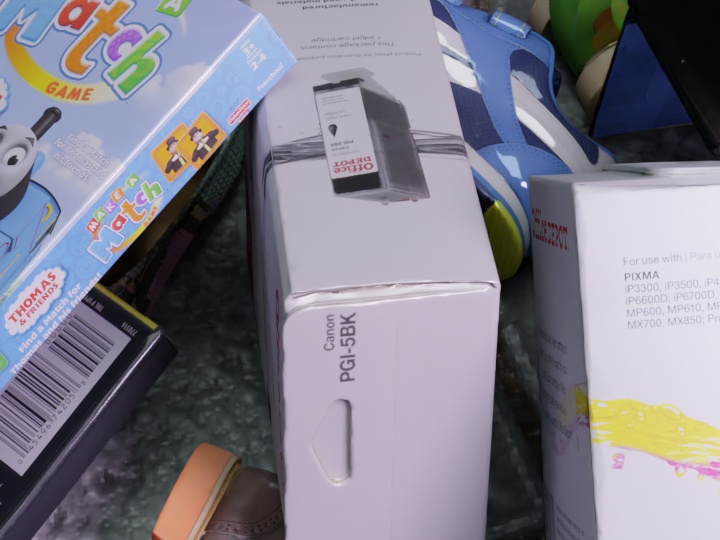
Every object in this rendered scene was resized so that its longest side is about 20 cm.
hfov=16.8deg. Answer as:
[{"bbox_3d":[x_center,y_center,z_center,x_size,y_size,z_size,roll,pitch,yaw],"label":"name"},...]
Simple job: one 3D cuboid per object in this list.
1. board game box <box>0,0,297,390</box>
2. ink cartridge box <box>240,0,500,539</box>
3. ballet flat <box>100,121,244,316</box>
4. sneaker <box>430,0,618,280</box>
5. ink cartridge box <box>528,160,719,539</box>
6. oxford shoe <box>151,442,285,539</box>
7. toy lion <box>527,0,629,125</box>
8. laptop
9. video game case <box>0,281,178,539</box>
[{"bbox_3d":[-0.140,-0.046,0.981,0.200,0.037,0.151,-48,45,-9],"label":"board game box"},{"bbox_3d":[0.000,0.000,0.987,0.082,0.148,0.201,-4,40,-6],"label":"ink cartridge box"},{"bbox_3d":[-0.095,-0.046,1.091,0.069,0.071,0.201,21,58,6],"label":"ballet flat"},{"bbox_3d":[0.041,-0.088,1.123,0.082,0.074,0.201,-27,68,-19],"label":"sneaker"},{"bbox_3d":[0.145,0.057,0.928,0.143,0.145,0.202,-4,94,-2],"label":"ink cartridge box"},{"bbox_3d":[-0.065,0.161,0.957,0.072,0.072,0.201,18,58,5],"label":"oxford shoe"},{"bbox_3d":[0.180,-0.173,1.104,0.199,0.192,0.069,-22,59,-14],"label":"toy lion"},{"bbox_3d":[0.210,-0.069,1.041,0.186,0.117,0.201,-9,35,-6],"label":"laptop"},{"bbox_3d":[-0.202,0.060,1.009,0.180,0.026,0.200,34,79,25],"label":"video game case"}]
